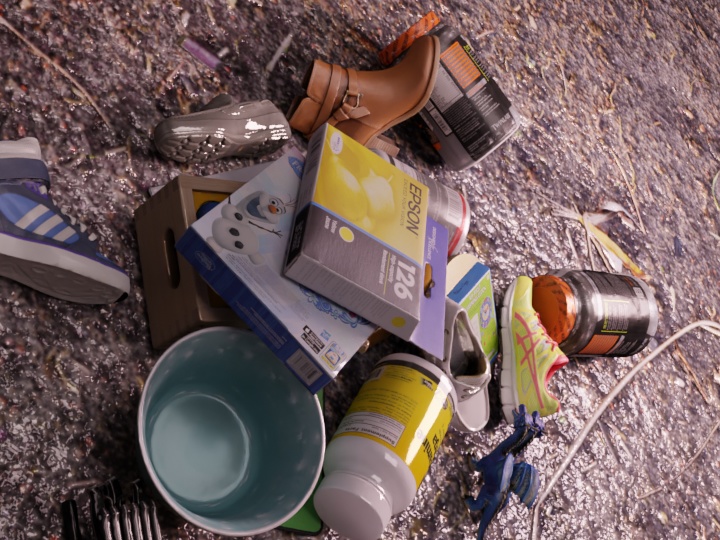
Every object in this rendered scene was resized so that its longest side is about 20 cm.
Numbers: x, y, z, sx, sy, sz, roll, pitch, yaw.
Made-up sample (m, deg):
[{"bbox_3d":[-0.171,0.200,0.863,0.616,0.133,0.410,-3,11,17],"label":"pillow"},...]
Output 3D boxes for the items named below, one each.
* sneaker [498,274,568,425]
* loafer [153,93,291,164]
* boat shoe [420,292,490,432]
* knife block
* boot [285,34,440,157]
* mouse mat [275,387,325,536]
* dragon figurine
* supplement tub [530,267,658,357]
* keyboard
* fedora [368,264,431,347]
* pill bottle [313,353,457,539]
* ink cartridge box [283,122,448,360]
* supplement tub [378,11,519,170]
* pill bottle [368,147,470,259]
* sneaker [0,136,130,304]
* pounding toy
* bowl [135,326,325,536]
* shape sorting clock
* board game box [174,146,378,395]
[{"bbox_3d":[0.231,0.104,1.452,0.078,0.089,0.203,45,44,-68],"label":"sneaker"},{"bbox_3d":[-0.166,-0.170,1.282,0.199,0.070,0.071,-10,70,-52],"label":"loafer"},{"bbox_3d":[0.120,0.120,1.288,0.071,0.069,0.202,-40,125,-26],"label":"boat shoe"},{"bbox_3d":[-0.227,0.299,0.997,0.063,0.175,0.203,0,113,-40],"label":"knife block"},{"bbox_3d":[0.005,-0.238,1.399,0.153,0.074,0.202,25,94,-21],"label":"boot"},{"bbox_3d":[-0.103,0.181,1.195,0.159,0.007,0.203,20,55,-33],"label":"mouse mat"},{"bbox_3d":[0.178,0.260,1.336,0.058,0.099,0.202,31,51,-24],"label":"dragon figurine"},{"bbox_3d":[0.320,0.061,1.549,0.198,0.122,0.124,6,65,-40],"label":"supplement tub"},{"bbox_3d":[-0.160,-0.089,1.284,0.199,0.011,0.057,-19,77,-45],"label":"keyboard"},{"bbox_3d":[0.000,0.000,1.291,0.199,0.203,0.082,-2,31,-42],"label":"fedora"},{"bbox_3d":[0.027,0.198,1.225,0.112,0.112,0.201,45,47,-13],"label":"pill bottle"},{"bbox_3d":[0.023,-0.032,1.141,0.198,0.047,0.199,28,43,-20],"label":"ink cartridge box"},{"bbox_3d":[0.121,-0.251,1.524,0.201,0.122,0.123,53,45,-7],"label":"supplement tub"},{"bbox_3d":[0.031,-0.083,1.374,0.198,0.113,0.115,25,54,-30],"label":"pill bottle"},{"bbox_3d":[-0.311,-0.062,1.083,0.198,0.080,0.148,20,61,-27],"label":"sneaker"},{"bbox_3d":[-0.117,0.009,1.164,0.182,0.142,0.203,3,68,-40],"label":"pounding toy"},{"bbox_3d":[-0.144,0.167,1.085,0.198,0.105,0.204,12,65,-28],"label":"bowl"},{"bbox_3d":[0.128,0.080,1.387,0.199,0.039,0.203,-15,107,-58],"label":"shape sorting clock"},{"bbox_3d":[-0.059,-0.006,1.113,0.200,0.043,0.199,47,41,-1],"label":"board game box"}]
